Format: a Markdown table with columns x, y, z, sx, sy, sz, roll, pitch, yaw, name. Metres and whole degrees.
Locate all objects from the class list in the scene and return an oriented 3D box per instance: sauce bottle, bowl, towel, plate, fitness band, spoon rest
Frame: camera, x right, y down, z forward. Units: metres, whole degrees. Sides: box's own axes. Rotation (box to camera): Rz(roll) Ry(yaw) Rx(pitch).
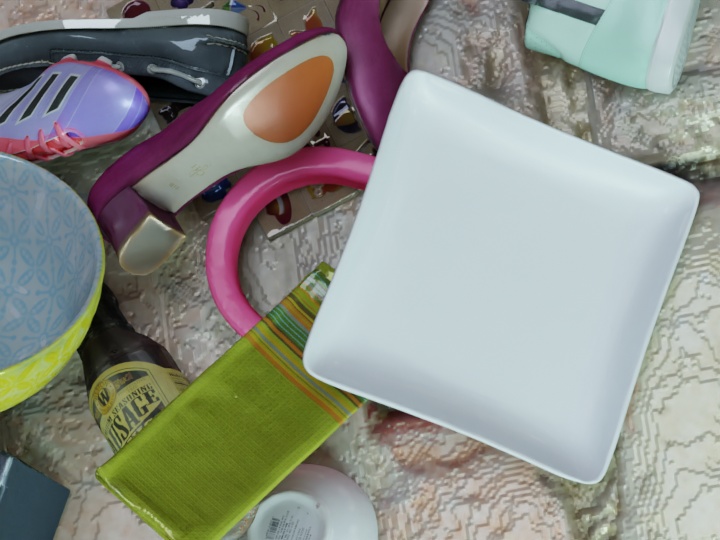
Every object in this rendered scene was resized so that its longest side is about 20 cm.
| x | y | z | sx | sy | sz | roll | pitch | yaw | name |
| --- | --- | --- | --- | --- | --- | --- | --- | --- | --- |
| -0.132 | 0.087 | 1.697 | 0.066 | 0.066 | 0.200 | -39 | 53 | 1 | sauce bottle |
| -0.258 | 0.029 | 1.694 | 0.200 | 0.108 | 0.200 | 3 | 46 | -3 | bowl |
| -0.060 | 0.082 | 1.638 | 0.086 | 0.018 | 0.200 | 38 | 64 | 20 | towel |
| 0.083 | 0.005 | 1.659 | 0.199 | 0.032 | 0.200 | 22 | 78 | -10 | plate |
| 0.000 | 0.000 | 1.711 | 0.200 | 0.037 | 0.144 | 17 | 82 | 16 | fitness band |
| -0.056 | 0.209 | 1.668 | 0.099 | 0.061 | 0.200 | 15 | 66 | 17 | spoon rest |

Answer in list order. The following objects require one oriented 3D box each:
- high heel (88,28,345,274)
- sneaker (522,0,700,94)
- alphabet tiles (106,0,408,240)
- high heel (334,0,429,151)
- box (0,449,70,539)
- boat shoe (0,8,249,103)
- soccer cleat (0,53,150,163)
| x | y | z | sx | sy | sz | roll | pitch | yaw | name |
| --- | --- | --- | --- | --- | --- | --- | --- | --- | --- |
| -0.095 | -0.092 | 1.710 | 0.200 | 0.067 | 0.096 | -42 | 37 | 8 | high heel |
| 0.163 | -0.219 | 1.710 | 0.118 | 0.074 | 0.201 | 15 | 81 | 12 | sneaker |
| -0.055 | -0.126 | 1.782 | 0.167 | 0.008 | 0.200 | -27 | 70 | 6 | alphabet tiles |
| 0.035 | -0.171 | 1.730 | 0.096 | 0.067 | 0.200 | -12 | 67 | 15 | high heel |
| -0.308 | 0.167 | 1.712 | 0.200 | 0.107 | 0.149 | 16 | 79 | 19 | box |
| -0.166 | -0.127 | 1.772 | 0.200 | 0.073 | 0.062 | -5 | 80 | 21 | boat shoe |
| -0.217 | -0.087 | 1.750 | 0.200 | 0.067 | 0.076 | -4 | 47 | 38 | soccer cleat |
